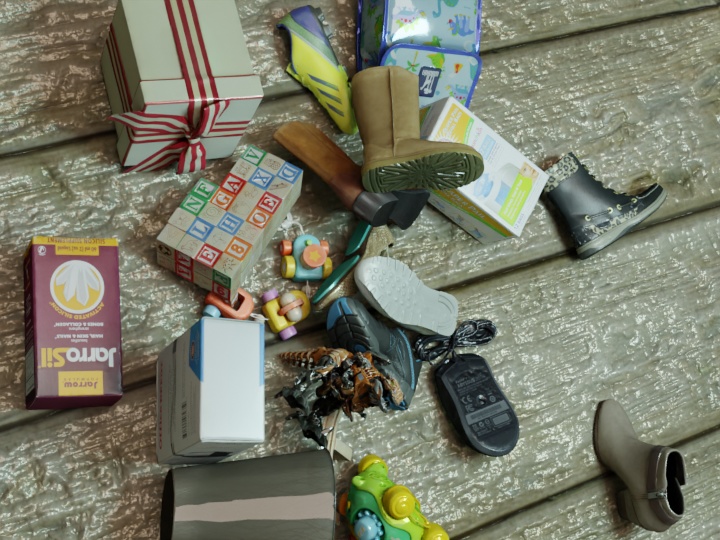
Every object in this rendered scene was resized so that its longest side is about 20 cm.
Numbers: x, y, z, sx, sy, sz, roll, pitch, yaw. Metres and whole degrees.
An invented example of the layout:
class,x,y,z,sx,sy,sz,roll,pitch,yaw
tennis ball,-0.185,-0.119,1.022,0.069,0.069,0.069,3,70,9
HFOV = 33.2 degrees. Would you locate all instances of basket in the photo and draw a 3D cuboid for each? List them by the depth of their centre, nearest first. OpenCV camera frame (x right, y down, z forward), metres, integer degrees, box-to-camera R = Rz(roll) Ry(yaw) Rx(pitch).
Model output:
class,x,y,z,sx,sy,sz,roll,pitch,yaw
basket,-0.143,0.306,1.499,0.197,0.136,0.183,6,92,-17

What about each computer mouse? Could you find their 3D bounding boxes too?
class,x,y,z,sx,sy,sz,roll,pitch,yaw
computer mouse,0.160,0.175,1.715,0.137,0.053,0.202,-12,68,-24

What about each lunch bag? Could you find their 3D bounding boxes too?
class,x,y,z,sx,sy,sz,roll,pitch,yaw
lunch bag,0.086,-0.328,1.792,0.168,0.127,0.203,3,92,-23

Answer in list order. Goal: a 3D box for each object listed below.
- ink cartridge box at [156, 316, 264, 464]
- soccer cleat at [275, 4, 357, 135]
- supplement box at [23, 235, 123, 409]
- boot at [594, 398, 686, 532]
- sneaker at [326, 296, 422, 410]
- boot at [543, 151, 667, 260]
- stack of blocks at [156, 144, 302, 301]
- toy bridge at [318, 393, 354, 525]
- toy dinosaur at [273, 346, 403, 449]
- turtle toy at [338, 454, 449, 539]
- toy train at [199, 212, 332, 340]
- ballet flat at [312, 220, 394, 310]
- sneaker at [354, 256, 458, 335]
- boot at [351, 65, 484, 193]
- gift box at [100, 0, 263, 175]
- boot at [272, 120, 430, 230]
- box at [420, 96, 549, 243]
class,x,y,z,sx,sy,sz,roll,pitch,yaw
ink cartridge box,-0.187,0.153,1.485,0.083,0.200,0.147,5,73,-23
soccer cleat,-0.060,-0.285,1.756,0.083,0.065,0.203,-22,88,3
supplement box,-0.358,0.066,1.501,0.109,0.086,0.203,1,75,-23
boot,0.409,0.274,1.734,0.069,0.146,0.203,-6,77,-22
sneaker,0.019,0.099,1.641,0.201,0.072,0.082,59,47,-34
boot,0.376,-0.126,1.880,0.202,0.073,0.155,-33,86,-29
stack of blocks,-0.173,-0.073,1.614,0.114,0.059,0.201,26,58,9
toy bridge,-0.034,0.237,1.600,0.027,0.067,0.203,2,68,21
toy dinosaur,-0.033,0.151,1.568,0.136,0.199,0.103,-45,111,-23
turtle toy,0.045,0.342,1.574,0.101,0.146,0.201,-41,111,-5
toy train,-0.119,0.005,1.638,0.150,0.056,0.201,39,64,-9
ballet flat,0.000,0.000,1.665,0.065,0.070,0.201,46,47,-15
sneaker,0.048,0.040,1.644,0.199,0.080,0.077,34,69,-42
boot,0.075,-0.202,1.646,0.172,0.067,0.202,-3,49,1
gift box,-0.252,-0.236,1.589,0.197,0.185,0.189,-11,70,-21
boot,-0.011,-0.137,1.709,0.199,0.069,0.187,40,29,21
box,0.155,-0.143,1.751,0.199,0.101,0.113,36,71,-19
